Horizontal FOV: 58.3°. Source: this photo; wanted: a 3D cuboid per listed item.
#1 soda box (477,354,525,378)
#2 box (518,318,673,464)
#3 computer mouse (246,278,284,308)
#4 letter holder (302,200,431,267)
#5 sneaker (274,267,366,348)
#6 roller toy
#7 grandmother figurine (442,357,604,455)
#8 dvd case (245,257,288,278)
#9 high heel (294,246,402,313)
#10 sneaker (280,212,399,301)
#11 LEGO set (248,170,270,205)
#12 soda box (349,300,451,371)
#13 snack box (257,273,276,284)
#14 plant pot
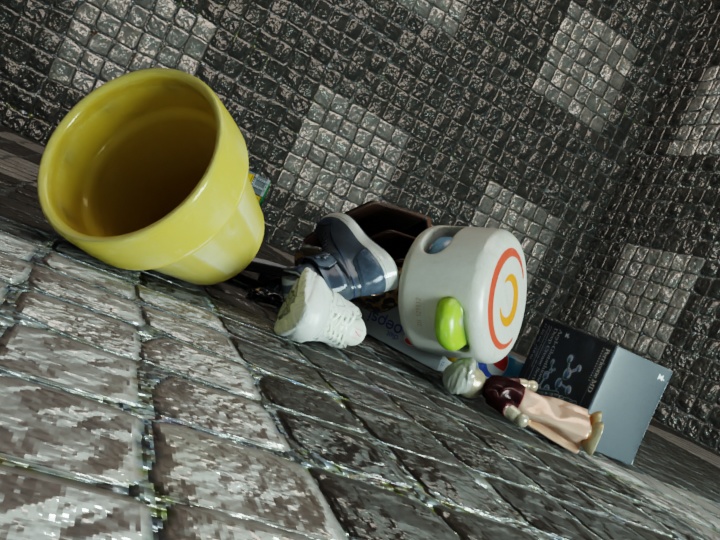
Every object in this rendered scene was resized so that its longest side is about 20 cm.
[{"bbox_3d":[0.211,0.160,1.117,0.200,0.064,0.068,23,1,-18],"label":"soda box"},{"bbox_3d":[0.341,0.176,0.983,0.107,0.149,0.200,24,1,-16],"label":"box"},{"bbox_3d":[-0.123,0.028,0.946,0.059,0.034,0.200,25,1,3],"label":"computer mouse"},{"bbox_3d":[0.006,-0.029,1.109,0.142,0.101,0.200,15,-27,-38],"label":"letter holder"},{"bbox_3d":[-0.036,0.050,0.731,0.099,0.078,0.200,28,2,-1],"label":"sneaker"},{"bbox_3d":[0.140,0.031,0.900,0.140,0.183,0.200,6,-15,33],"label":"roller toy"},{"bbox_3d":[0.198,0.166,0.812,0.200,0.061,0.121,22,7,13],"label":"grandmother figurine"},{"bbox_3d":[-0.183,-0.013,1.019,0.143,0.018,0.200,13,1,-26],"label":"dvd case"},{"bbox_3d":[0.000,0.000,1.005,0.200,0.071,0.143,-15,-49,23],"label":"high heel"},{"bbox_3d":[-0.058,-0.013,0.913,0.146,0.077,0.202,-20,33,-20],"label":"sneaker"},{"bbox_3d":[-0.242,-0.108,1.126,0.116,0.154,0.200,26,-10,-8],"label":"LEGO set"},{"bbox_3d":[0.070,0.094,1.063,0.200,0.068,0.063,24,3,33],"label":"soda box"},{"bbox_3d":[-0.083,0.047,1.136,0.200,0.024,0.072,23,0,-43],"label":"snack box"},{"bbox_3d":[-0.198,-0.078,0.694,0.201,0.201,0.189,25,-13,24],"label":"plant pot"}]
